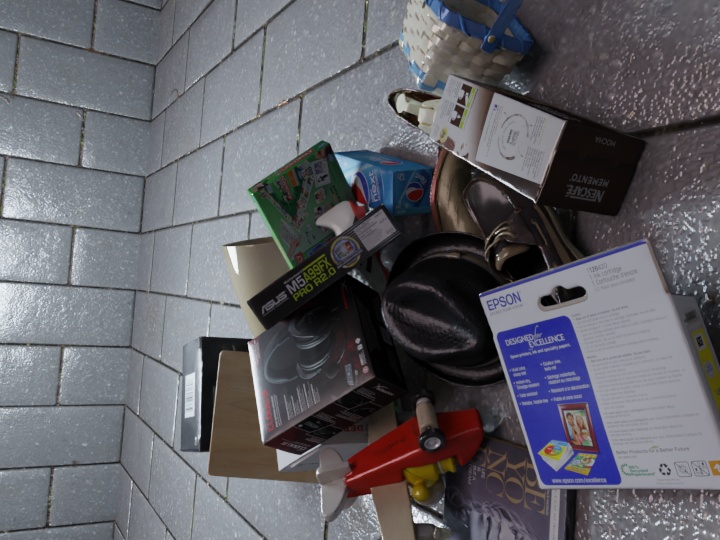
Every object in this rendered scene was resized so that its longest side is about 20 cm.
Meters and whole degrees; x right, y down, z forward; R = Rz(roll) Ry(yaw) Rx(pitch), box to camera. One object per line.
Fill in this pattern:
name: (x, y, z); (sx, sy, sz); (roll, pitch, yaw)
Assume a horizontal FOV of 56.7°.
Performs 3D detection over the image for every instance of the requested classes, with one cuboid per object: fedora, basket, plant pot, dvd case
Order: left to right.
plant pot: (-0.138, 0.044, 1.180); (0.186, 0.185, 0.203); (5, 104, 60)
fedora: (0.094, 0.051, 0.756); (0.198, 0.091, 0.204); (7, 102, 36)
basket: (0.131, -0.311, 0.773); (0.178, 0.137, 0.201); (-100, 26, -44)
dvd case: (0.159, 0.269, 0.752); (0.199, 0.016, 0.151); (-2, 83, 60)

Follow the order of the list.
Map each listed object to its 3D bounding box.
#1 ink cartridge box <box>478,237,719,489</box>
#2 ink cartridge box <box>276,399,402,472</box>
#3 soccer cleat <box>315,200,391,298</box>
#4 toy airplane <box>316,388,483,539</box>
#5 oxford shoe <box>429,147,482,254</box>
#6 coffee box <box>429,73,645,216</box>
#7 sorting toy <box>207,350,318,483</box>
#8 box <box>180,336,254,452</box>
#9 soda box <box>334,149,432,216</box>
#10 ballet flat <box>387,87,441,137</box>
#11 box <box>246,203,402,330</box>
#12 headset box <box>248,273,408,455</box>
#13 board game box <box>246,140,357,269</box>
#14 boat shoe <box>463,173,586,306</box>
ink cartridge box: (0.214, 0.091, 0.595); (0.197, 0.046, 0.203); (-24, 79, 53)
ink cartridge box: (-0.041, 0.178, 0.988); (0.146, 0.145, 0.203); (-43, 50, 48)
soccer cleat: (0.000, 0.000, 0.959); (0.069, 0.084, 0.203); (167, 82, -86)
toy airplane: (0.045, 0.246, 0.805); (0.198, 0.141, 0.201); (2, 53, 50)
oxford shoe: (0.132, -0.059, 0.821); (0.074, 0.070, 0.204); (0, 91, 41)
coffee box: (0.175, -0.135, 0.698); (0.200, 0.112, 0.081); (47, 125, 53)
sorting toy: (-0.145, 0.246, 1.132); (0.070, 0.196, 0.202); (107, 168, -80)
box: (-0.224, 0.233, 1.245); (0.117, 0.197, 0.200); (-24, 64, 55)
soda box: (0.027, -0.134, 0.991); (0.199, 0.067, 0.065); (30, 125, 58)
ballet flat: (0.095, -0.209, 0.893); (0.200, 0.070, 0.070); (39, 117, 56)
box: (-0.042, -0.008, 0.849); (0.045, 0.199, 0.160); (54, -177, -3)
headset box: (-0.054, 0.125, 0.839); (0.199, 0.077, 0.150); (-33, 50, 22)
board game box: (-0.064, -0.069, 0.985); (0.029, 0.134, 0.202); (35, 156, 55)
boat shoe: (0.168, -0.027, 0.687); (0.201, 0.073, 0.075); (53, 133, 29)
